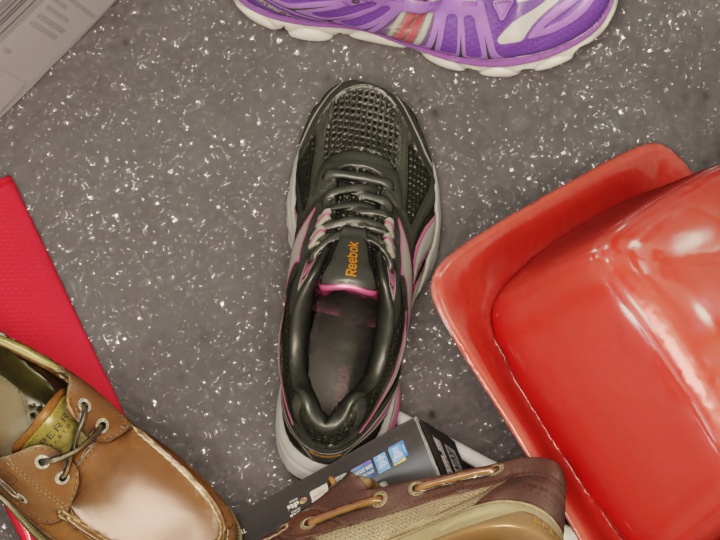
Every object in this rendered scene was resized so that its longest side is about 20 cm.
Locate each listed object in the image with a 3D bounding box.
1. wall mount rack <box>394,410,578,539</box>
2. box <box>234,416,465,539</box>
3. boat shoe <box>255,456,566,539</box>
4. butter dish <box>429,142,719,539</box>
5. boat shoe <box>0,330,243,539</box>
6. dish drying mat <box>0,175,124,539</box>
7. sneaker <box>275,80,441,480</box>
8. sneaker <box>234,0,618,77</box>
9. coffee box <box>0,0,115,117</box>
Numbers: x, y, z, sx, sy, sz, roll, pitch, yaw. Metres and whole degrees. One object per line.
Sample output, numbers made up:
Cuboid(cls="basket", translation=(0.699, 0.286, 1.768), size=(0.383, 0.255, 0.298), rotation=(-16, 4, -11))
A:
Cuboid(cls="wall mount rack", translation=(0.052, 0.154, 1.190), size=(0.173, 0.075, 0.200), rotation=(27, 87, 1))
Cuboid(cls="box", translation=(-0.022, 0.186, 1.149), size=(0.200, 0.050, 0.158), rotation=(-29, 62, 15))
Cuboid(cls="boat shoe", translation=(0.004, 0.128, 1.098), size=(0.200, 0.072, 0.072), rotation=(-21, 123, 28))
Cuboid(cls="butter dish", translation=(0.169, 0.028, 1.120), size=(0.200, 0.148, 0.200), rotation=(-28, 85, -41))
Cuboid(cls="boat shoe", translation=(-0.145, 0.084, 1.141), size=(0.200, 0.068, 0.072), rotation=(30, 70, 9))
Cuboid(cls="dish drying mat", translation=(-0.165, 0.055, 1.214), size=(0.077, 0.018, 0.200), rotation=(-23, 83, -29))
Cuboid(cls="sneaker", translation=(0.000, 0.000, 1.182), size=(0.080, 0.086, 0.201), rotation=(2, 74, 0))
Cuboid(cls="sneaker", translation=(0.028, -0.141, 1.201), size=(0.199, 0.083, 0.081), rotation=(2, 87, 1))
Cuboid(cls="coffee box", translation=(-0.254, -0.154, 1.154), size=(0.200, 0.200, 0.198), rotation=(-45, 86, 0))
